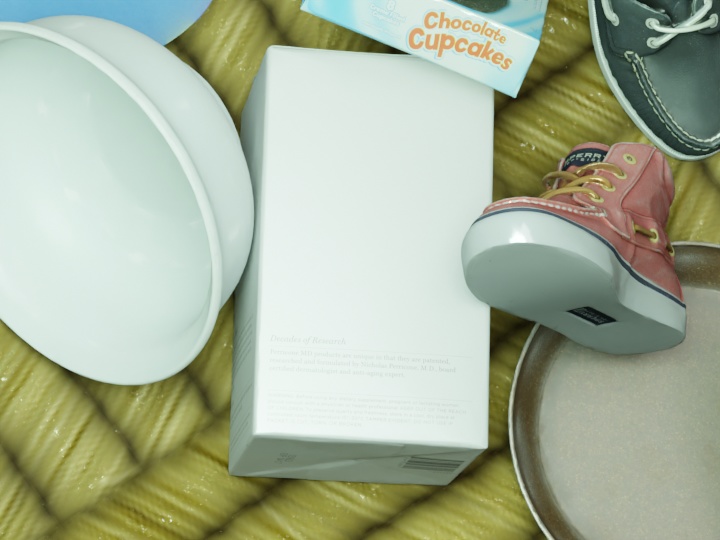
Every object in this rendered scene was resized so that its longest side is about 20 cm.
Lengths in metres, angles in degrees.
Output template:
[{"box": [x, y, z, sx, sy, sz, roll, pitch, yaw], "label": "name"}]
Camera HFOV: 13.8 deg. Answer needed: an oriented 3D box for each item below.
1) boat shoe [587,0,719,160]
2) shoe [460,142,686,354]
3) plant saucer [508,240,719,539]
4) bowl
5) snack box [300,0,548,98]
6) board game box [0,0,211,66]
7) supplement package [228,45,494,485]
[{"box": [0.156, -0.152, 1.587, 0.076, 0.060, 0.200, -25, 98, -9], "label": "boat shoe"}, {"box": [0.106, -0.024, 1.483, 0.071, 0.200, 0.091, -11, 71, 26], "label": "shoe"}, {"box": [0.174, 0.085, 1.569, 0.200, 0.032, 0.200, 2, 76, -7], "label": "plant saucer"}, {"box": [-0.122, -0.049, 1.496, 0.201, 0.201, 0.090, 49, 49, 5], "label": "bowl"}, {"box": [0.041, -0.159, 1.536, 0.116, 0.200, 0.037, 22, 115, -3], "label": "snack box"}, {"box": [-0.165, -0.191, 1.582, 0.158, 0.039, 0.200, -12, 73, -27], "label": "board game box"}, {"box": [0.000, 0.000, 1.518, 0.120, 0.121, 0.200, 3, 77, -8], "label": "supplement package"}]
